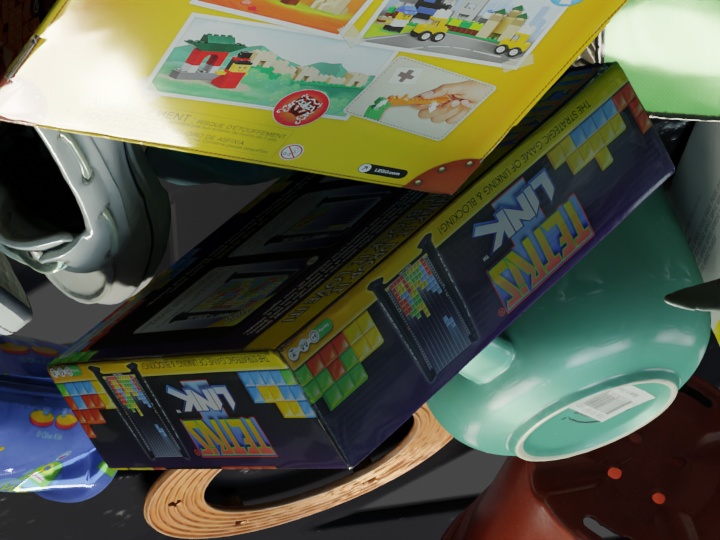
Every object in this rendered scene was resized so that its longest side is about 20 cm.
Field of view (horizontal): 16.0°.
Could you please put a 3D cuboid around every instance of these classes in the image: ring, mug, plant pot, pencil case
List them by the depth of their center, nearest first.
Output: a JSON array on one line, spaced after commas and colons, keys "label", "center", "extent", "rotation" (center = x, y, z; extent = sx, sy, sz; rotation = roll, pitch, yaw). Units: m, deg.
[{"label": "pencil case", "center": [-0.181, 0.060, 1.148], "extent": [0.087, 0.078, 0.200], "rotation": [-7, 168, 30]}, {"label": "mug", "center": [0.083, 0.028, 1.271], "extent": [0.185, 0.115, 0.152], "rotation": [-13, 157, -22]}, {"label": "ring", "center": [-0.031, 0.103, 1.473], "extent": [0.200, 0.019, 0.200], "rotation": [-19, 159, -8]}, {"label": "plant pot", "center": [0.155, 0.166, 1.585], "extent": [0.201, 0.201, 0.195], "rotation": [-14, 149, -19]}]

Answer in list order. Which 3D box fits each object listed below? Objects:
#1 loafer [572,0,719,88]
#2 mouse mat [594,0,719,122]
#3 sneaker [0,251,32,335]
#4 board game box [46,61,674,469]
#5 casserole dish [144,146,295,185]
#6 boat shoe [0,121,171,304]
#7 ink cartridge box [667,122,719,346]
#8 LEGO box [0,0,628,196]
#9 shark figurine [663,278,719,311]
[{"label": "loafer", "center": [0.162, -0.133, 1.029], "extent": [0.200, 0.068, 0.076], "rotation": [-16, 133, 29]}, {"label": "mouse mat", "center": [0.170, -0.125, 0.977], "extent": [0.161, 0.008, 0.200], "rotation": [4, 141, 7]}, {"label": "sneaker", "center": [-0.227, 0.005, 0.963], "extent": [0.146, 0.077, 0.202], "rotation": [-38, 146, 10]}, {"label": "board game box", "center": [0.000, 0.000, 1.001], "extent": [0.200, 0.057, 0.165], "rotation": [-40, -159, -31]}, {"label": "casserole dish", "center": [-0.003, -0.097, 1.003], "extent": [0.200, 0.039, 0.121], "rotation": [-29, 157, 17]}, {"label": "boat shoe", "center": [-0.121, -0.034, 0.975], "extent": [0.067, 0.073, 0.200], "rotation": [-59, 162, -28]}, {"label": "ink cartridge box", "center": [0.259, -0.001, 1.255], "extent": [0.145, 0.200, 0.145], "rotation": [-17, 155, -14]}, {"label": "LEGO box", "center": [-0.017, -0.109, 0.849], "extent": [0.200, 0.077, 0.149], "rotation": [8, 139, -35]}, {"label": "shark figurine", "center": [0.184, -0.076, 1.144], "extent": [0.089, 0.215, 0.128], "rotation": [25, 177, -11]}]
